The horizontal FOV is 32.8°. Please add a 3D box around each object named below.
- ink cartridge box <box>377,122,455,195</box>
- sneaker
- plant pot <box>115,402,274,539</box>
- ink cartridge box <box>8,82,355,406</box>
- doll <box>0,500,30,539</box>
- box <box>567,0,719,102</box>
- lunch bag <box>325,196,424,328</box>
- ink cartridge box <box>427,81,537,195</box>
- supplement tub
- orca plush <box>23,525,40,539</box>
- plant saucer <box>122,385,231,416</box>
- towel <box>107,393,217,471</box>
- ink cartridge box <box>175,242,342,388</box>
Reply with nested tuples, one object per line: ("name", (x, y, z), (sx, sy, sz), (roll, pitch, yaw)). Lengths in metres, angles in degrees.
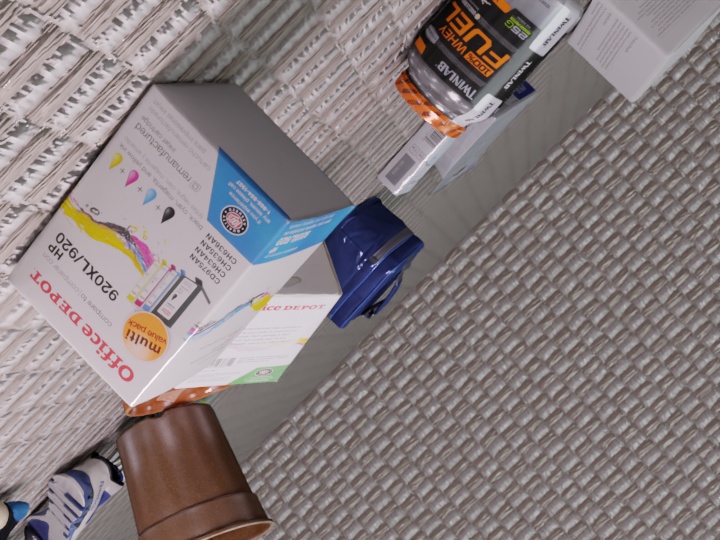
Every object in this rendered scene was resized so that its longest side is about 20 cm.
("ink cartridge box", (0.121, -0.194, 1.879), (0.160, 0.047, 0.200), (-48, 170, 21))
("sneaker", (-0.399, 0.330, 1.758), (0.115, 0.081, 0.200), (-34, 166, -47))
("plant pot", (-0.251, 0.311, 1.758), (0.199, 0.199, 0.200), (-21, 161, -8))
("ink cartridge box", (-0.138, -0.024, 0.952), (0.200, 0.147, 0.145), (-48, 172, 19))
("doll", (-0.470, 0.338, 1.523), (0.136, 0.048, 0.200), (-41, 172, -39))
("box", (0.510, -0.447, 2.153), (0.200, 0.171, 0.199), (-43, 173, -15))
("lunch bag", (0.000, 0.000, 1.949), (0.200, 0.132, 0.136), (-51, 171, 37))
("ink cartridge box", (0.204, -0.235, 2.147), (0.200, 0.041, 0.199), (-50, 172, 34))
("supplement tub", (0.137, -0.250, 1.343), (0.200, 0.123, 0.122), (-48, 172, 19))
("orca plush", (-0.542, 0.434, 1.716), (0.200, 0.071, 0.105), (-48, 130, -25))
("plant saucer", (-0.228, 0.148, 1.660), (0.199, 0.032, 0.200), (-22, 169, -4))
("towel", (-0.318, 0.259, 1.955), (0.171, 0.048, 0.200), (-47, 173, 22))
("ink cartridge box", (-0.132, 0.050, 1.432), (0.145, 0.088, 0.200), (-1, 147, -31))
